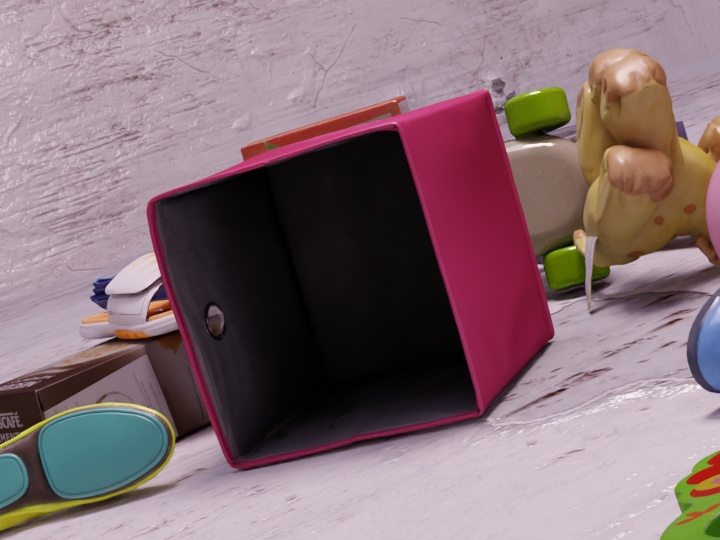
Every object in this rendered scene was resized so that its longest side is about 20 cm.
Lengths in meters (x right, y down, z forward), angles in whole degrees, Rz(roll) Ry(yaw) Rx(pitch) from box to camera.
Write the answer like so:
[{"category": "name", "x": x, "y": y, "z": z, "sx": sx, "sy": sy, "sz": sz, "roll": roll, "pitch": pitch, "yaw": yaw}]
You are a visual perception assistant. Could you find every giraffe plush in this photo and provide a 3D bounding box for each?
[{"category": "giraffe plush", "x": 0.257, "y": -0.069, "z": 1.268, "sx": 0.160, "sy": 0.202, "sz": 0.173, "roll": 1, "pitch": 12, "yaw": -3}]

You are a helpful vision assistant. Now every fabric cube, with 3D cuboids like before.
[{"category": "fabric cube", "x": 0.000, "y": 0.000, "z": 1.148, "sx": 0.198, "sy": 0.198, "sz": 0.199, "roll": -14, "pitch": 8, "yaw": 23}]

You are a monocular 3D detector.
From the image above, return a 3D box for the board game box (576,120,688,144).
[{"category": "board game box", "x": 0.274, "y": -0.121, "z": 1.986, "sx": 0.199, "sy": 0.057, "sz": 0.165, "roll": -22, "pitch": 7, "yaw": -32}]

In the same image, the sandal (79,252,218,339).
[{"category": "sandal", "x": -0.177, "y": 0.019, "z": 1.323, "sx": 0.079, "sy": 0.060, "sz": 0.206, "roll": -20, "pitch": 7, "yaw": -38}]

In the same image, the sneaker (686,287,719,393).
[{"category": "sneaker", "x": 0.274, "y": 0.017, "z": 0.901, "sx": 0.199, "sy": 0.067, "sz": 0.078, "roll": -19, "pitch": 11, "yaw": -17}]

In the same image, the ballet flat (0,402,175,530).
[{"category": "ballet flat", "x": -0.221, "y": 0.142, "z": 1.153, "sx": 0.198, "sy": 0.067, "sz": 0.067, "roll": -19, "pitch": -13, "yaw": 3}]

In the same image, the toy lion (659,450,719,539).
[{"category": "toy lion", "x": 0.192, "y": 0.084, "z": 0.639, "sx": 0.199, "sy": 0.069, "sz": 0.191, "roll": -22, "pitch": 2, "yaw": -34}]

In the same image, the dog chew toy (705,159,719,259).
[{"category": "dog chew toy", "x": 0.305, "y": -0.044, "z": 1.109, "sx": 0.124, "sy": 0.126, "sz": 0.200, "roll": -14, "pitch": 0, "yaw": 22}]

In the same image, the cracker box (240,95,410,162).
[{"category": "cracker box", "x": -0.001, "y": -0.023, "z": 1.306, "sx": 0.133, "sy": 0.202, "sz": 0.058, "roll": -15, "pitch": 6, "yaw": 12}]

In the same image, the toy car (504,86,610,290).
[{"category": "toy car", "x": 0.145, "y": -0.056, "z": 1.459, "sx": 0.156, "sy": 0.166, "sz": 0.200, "roll": -15, "pitch": -5, "yaw": 13}]

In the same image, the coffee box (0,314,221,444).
[{"category": "coffee box", "x": -0.195, "y": 0.102, "z": 1.299, "sx": 0.114, "sy": 0.080, "sz": 0.199, "roll": -11, "pitch": 9, "yaw": 46}]

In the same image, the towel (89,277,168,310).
[{"category": "towel", "x": -0.128, "y": 0.036, "z": 1.460, "sx": 0.144, "sy": 0.024, "sz": 0.200, "roll": -12, "pitch": -25, "yaw": 27}]
